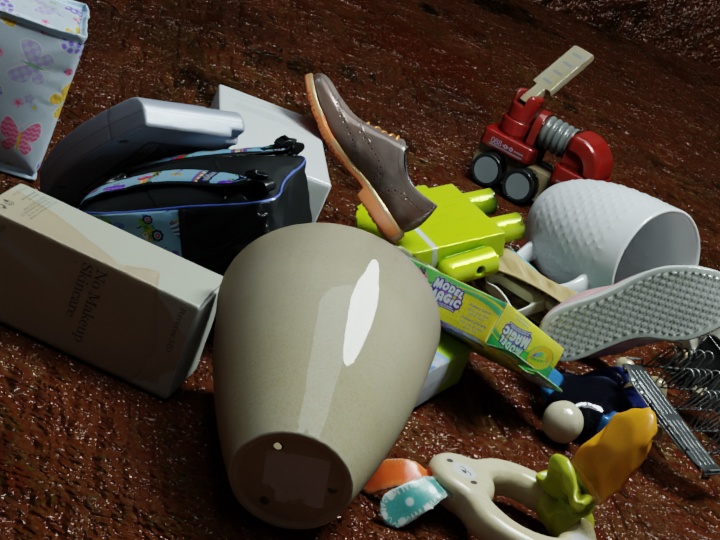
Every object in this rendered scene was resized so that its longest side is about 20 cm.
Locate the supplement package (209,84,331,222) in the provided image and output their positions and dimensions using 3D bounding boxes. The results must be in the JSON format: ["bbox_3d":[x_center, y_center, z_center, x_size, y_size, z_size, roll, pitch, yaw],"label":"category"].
[{"bbox_3d":[-0.111,-0.090,1.721,0.120,0.121,0.200,20,20,-12],"label":"supplement package"}]

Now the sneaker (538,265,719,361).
[{"bbox_3d":[0.274,0.041,1.679,0.198,0.076,0.105,-15,-1,6],"label":"sneaker"}]

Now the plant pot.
[{"bbox_3d":[-0.038,0.095,1.288,0.185,0.189,0.201,20,34,-5],"label":"plant pot"}]

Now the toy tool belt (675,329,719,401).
[{"bbox_3d":[0.442,0.104,1.856,0.198,0.125,0.124,10,54,-22],"label":"toy tool belt"}]

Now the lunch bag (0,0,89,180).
[{"bbox_3d":[-0.387,-0.204,1.654,0.198,0.171,0.127,20,23,-14],"label":"lunch bag"}]

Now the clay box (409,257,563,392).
[{"bbox_3d":[0.107,0.047,1.605,0.199,0.048,0.115,25,-7,42],"label":"clay box"}]

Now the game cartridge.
[{"bbox_3d":[-0.218,-0.110,1.597,0.132,0.199,0.041,0,72,-41],"label":"game cartridge"}]

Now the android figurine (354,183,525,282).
[{"bbox_3d":[0.075,-0.042,1.841,0.198,0.041,0.182,-15,36,-24],"label":"android figurine"}]

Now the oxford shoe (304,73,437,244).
[{"bbox_3d":[0.009,-0.130,1.773,0.201,0.072,0.071,58,6,0],"label":"oxford shoe"}]

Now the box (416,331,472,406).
[{"bbox_3d":[0.008,0.081,1.527,0.121,0.048,0.200,29,20,18],"label":"box"}]

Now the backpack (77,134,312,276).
[{"bbox_3d":[-0.150,-0.036,1.528,0.197,0.136,0.183,-5,16,10],"label":"backpack"}]

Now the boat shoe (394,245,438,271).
[{"bbox_3d":[-0.001,0.003,1.681,0.200,0.073,0.060,11,20,-45],"label":"boat shoe"}]

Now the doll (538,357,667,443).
[{"bbox_3d":[0.236,0.131,1.634,0.136,0.049,0.199,32,22,27],"label":"doll"}]

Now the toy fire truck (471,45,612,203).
[{"bbox_3d":[0.267,-0.187,2.239,0.175,0.202,0.128,29,22,20],"label":"toy fire truck"}]

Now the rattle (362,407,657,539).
[{"bbox_3d":[0.117,0.154,1.335,0.198,0.143,0.131,26,38,-8],"label":"rattle"}]

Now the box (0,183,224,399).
[{"bbox_3d":[-0.221,0.016,1.386,0.198,0.096,0.078,23,21,6],"label":"box"}]

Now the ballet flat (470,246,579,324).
[{"bbox_3d":[0.201,0.045,1.819,0.063,0.069,0.199,-32,49,-31],"label":"ballet flat"}]

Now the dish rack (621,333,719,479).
[{"bbox_3d":[0.342,0.135,1.650,0.199,0.055,0.154,7,42,-55],"label":"dish rack"}]

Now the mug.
[{"bbox_3d":[0.260,-0.019,1.928,0.199,0.149,0.175,-28,36,-27],"label":"mug"}]
